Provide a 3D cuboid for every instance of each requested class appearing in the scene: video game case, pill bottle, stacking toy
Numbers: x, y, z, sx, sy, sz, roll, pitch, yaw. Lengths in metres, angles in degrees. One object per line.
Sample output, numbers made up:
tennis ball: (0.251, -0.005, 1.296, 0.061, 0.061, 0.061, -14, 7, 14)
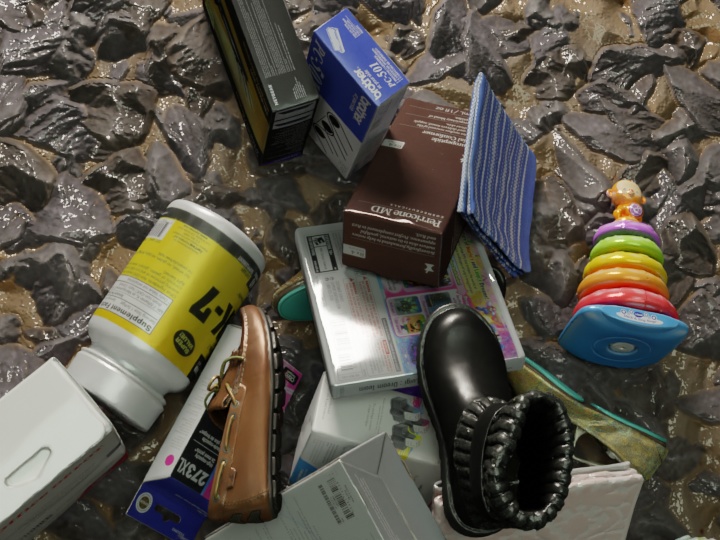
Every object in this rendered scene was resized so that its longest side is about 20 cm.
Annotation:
video game case: (0.042, 0.025, 1.083, 0.180, 0.024, 0.201, -7, 48, -10)
pill bottle: (-0.187, 0.044, 1.087, 0.114, 0.114, 0.201, 32, 74, 0)
stacking toy: (0.278, -0.010, 1.192, 0.115, 0.110, 0.202, 11, 63, -3)

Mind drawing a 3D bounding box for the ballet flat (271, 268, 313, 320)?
ballet flat: (0.000, 0.000, 1.164, 0.198, 0.071, 0.066, -11, 50, -14)

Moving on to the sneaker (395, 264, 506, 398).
sneaker: (0.077, 0.067, 1.130, 0.069, 0.100, 0.201, 38, 73, 4)

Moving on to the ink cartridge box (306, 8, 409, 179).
ink cartridge box: (-0.014, -0.168, 1.123, 0.044, 0.200, 0.094, -38, 84, -16)

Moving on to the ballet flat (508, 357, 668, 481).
ballet flat: (0.216, 0.153, 1.153, 0.199, 0.071, 0.071, 31, 73, 0)

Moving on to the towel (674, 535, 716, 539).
towel: (0.281, 0.368, 1.091, 0.199, 0.048, 0.173, -23, 98, -14)

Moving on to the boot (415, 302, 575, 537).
boot: (0.108, 0.111, 0.928, 0.079, 0.158, 0.213, -7, 72, -12)

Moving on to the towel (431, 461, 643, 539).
towel: (0.152, 0.255, 1.063, 0.198, 0.192, 0.032, -5, 41, -10)

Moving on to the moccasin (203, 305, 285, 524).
moccasin: (-0.106, 0.124, 1.005, 0.077, 0.074, 0.203, -2, 64, 4)

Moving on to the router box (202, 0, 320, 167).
router box: (-0.105, -0.226, 1.146, 0.052, 0.157, 0.202, -18, 79, -13)

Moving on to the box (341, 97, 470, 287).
box: (0.059, -0.081, 1.117, 0.099, 0.075, 0.201, 13, 45, 13)

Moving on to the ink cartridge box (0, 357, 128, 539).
ink cartridge box: (-0.288, 0.168, 0.994, 0.145, 0.200, 0.085, -40, 85, -16)

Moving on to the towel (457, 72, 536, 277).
towel: (0.143, -0.089, 1.143, 0.024, 0.200, 0.146, 1, 73, 23)

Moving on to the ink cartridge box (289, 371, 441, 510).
ink cartridge box: (0.043, 0.176, 1.084, 0.198, 0.115, 0.068, 16, 54, -5)

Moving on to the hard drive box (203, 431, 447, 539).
hard drive box: (-0.025, 0.260, 1.013, 0.077, 0.199, 0.157, -19, 77, -54)

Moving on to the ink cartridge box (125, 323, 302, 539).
ink cartridge box: (-0.136, 0.161, 1.081, 0.095, 0.037, 0.201, 44, 69, -43)
